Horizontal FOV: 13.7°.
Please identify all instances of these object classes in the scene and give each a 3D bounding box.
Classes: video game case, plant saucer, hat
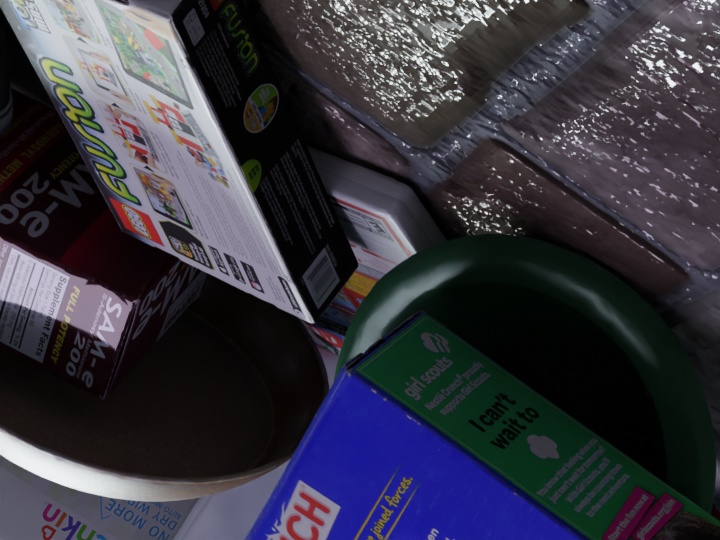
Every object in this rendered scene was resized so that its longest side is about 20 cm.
[{"bbox_3d":[0.000,0.000,1.299,0.143,0.017,0.200,23,161,35],"label":"video game case"},{"bbox_3d":[-0.114,0.042,1.349,0.200,0.200,0.035,30,121,14],"label":"plant saucer"},{"bbox_3d":[0.099,0.057,1.252,0.165,0.176,0.200,12,113,24],"label":"hat"}]

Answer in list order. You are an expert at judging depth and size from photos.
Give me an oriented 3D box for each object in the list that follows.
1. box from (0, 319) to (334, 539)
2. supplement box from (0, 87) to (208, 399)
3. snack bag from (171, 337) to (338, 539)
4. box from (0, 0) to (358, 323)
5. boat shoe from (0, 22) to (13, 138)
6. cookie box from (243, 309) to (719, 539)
[{"bbox_3d":[-0.139,0.070,1.498,0.200,0.177,0.097,30,164,15],"label":"box"},{"bbox_3d":[-0.171,-0.031,1.337,0.200,0.109,0.061,27,123,8],"label":"supplement box"},{"bbox_3d":[0.004,0.151,1.418,0.200,0.189,0.021,33,179,-13],"label":"snack bag"},{"bbox_3d":[-0.076,-0.065,1.179,0.110,0.035,0.200,25,156,30],"label":"box"},{"bbox_3d":[-0.230,-0.124,1.327,0.200,0.069,0.057,32,132,20],"label":"boat shoe"},{"bbox_3d":[0.051,0.144,1.157,0.200,0.171,0.075,35,-152,11],"label":"cookie box"}]
